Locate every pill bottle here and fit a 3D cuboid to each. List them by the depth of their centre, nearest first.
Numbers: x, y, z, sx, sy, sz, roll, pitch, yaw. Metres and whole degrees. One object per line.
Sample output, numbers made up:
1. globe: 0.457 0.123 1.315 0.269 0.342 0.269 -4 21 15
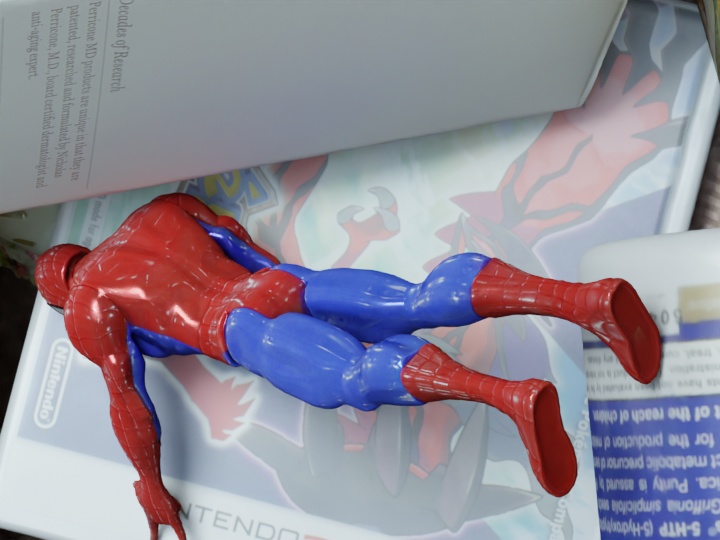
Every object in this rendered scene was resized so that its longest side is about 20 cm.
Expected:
1. pill bottle: 0.125 0.088 0.806 0.119 0.120 0.201 -5 88 17

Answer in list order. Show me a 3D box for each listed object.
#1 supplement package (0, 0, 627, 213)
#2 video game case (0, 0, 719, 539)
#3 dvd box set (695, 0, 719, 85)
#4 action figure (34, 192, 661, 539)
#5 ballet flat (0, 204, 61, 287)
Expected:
1. supplement package: -0.036 -0.102 0.804 0.199 0.117 0.117 -10 65 -14
2. video game case: 0.000 0.000 0.884 0.181 0.023 0.201 14 88 2
3. dvd box set: 0.094 -0.130 0.788 0.029 0.200 0.147 -14 70 3
4. action figure: -0.009 0.034 0.822 0.199 0.099 0.065 14 49 38
5. ballet flat: -0.124 -0.038 0.933 0.199 0.064 0.076 20 101 19
